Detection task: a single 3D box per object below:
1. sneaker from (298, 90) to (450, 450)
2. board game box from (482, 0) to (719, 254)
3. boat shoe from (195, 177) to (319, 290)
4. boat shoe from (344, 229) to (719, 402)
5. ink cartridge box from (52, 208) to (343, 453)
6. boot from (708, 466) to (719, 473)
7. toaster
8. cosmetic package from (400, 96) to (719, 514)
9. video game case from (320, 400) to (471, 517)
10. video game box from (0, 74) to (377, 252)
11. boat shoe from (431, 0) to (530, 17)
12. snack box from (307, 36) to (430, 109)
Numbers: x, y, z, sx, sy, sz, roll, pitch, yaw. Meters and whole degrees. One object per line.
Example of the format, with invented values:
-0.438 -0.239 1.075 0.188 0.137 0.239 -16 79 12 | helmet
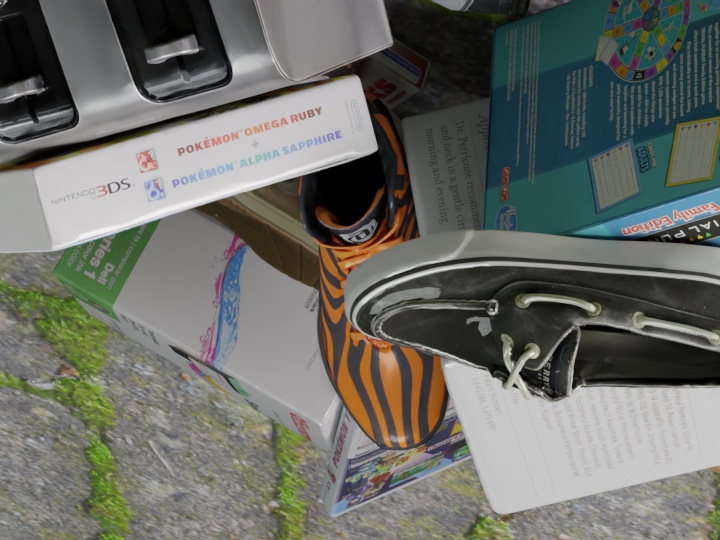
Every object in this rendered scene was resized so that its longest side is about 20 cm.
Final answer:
0.000 0.000 1.316 0.077 0.202 0.112 -12 177 7 | sneaker
0.158 -0.079 1.181 0.199 0.152 0.047 -17 139 28 | board game box
-0.053 -0.050 1.422 0.199 0.065 0.072 32 163 8 | boat shoe
0.089 0.025 1.148 0.198 0.064 0.071 -1 144 8 | boat shoe
-0.082 0.029 1.554 0.199 0.084 0.145 29 171 9 | ink cartridge box
0.243 0.056 1.502 0.198 0.073 0.166 16 144 -20 | boot
-0.097 -0.135 1.154 0.179 0.200 0.120 -12 98 23 | toaster
0.141 0.004 1.299 0.198 0.166 0.165 -12 144 6 | cosmetic package
0.073 0.081 1.565 0.199 0.023 0.183 -22 158 -18 | video game case
-0.117 -0.052 1.233 0.200 0.181 0.047 -1 107 61 | video game box
0.085 -0.183 1.185 0.056 0.069 0.200 15 159 -10 | boat shoe
-0.040 -0.100 1.443 0.072 0.024 0.200 31 150 -19 | snack box
